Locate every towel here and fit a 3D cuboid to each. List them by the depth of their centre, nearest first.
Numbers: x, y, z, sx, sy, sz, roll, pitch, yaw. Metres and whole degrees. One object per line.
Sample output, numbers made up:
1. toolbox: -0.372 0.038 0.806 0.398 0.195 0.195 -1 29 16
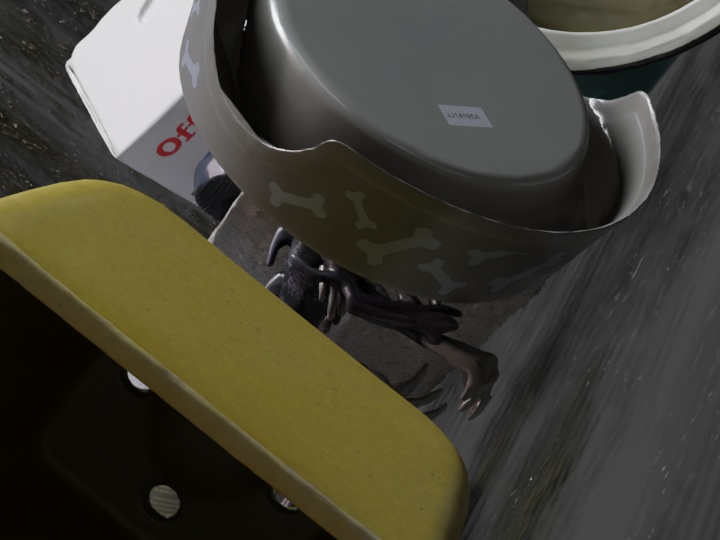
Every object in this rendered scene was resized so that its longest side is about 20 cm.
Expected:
1. towel: 0.000 0.000 1.242 0.034 0.133 0.200 -62 5 -28

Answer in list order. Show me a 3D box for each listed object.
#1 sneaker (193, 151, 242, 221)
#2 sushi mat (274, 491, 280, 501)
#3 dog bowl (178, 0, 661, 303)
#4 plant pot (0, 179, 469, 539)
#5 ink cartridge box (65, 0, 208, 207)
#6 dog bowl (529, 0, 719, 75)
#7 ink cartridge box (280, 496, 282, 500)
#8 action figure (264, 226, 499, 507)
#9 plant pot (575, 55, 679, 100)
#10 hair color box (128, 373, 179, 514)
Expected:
1. sneaker: 0.002 -0.060 1.332 0.070 0.200 0.082 -28 65 49
2. sushi mat: -0.061 0.139 1.163 0.200 0.012 0.096 -58 -37 -64
3. dog bowl: 0.019 -0.069 1.069 0.059 0.200 0.200 -56 0 36
4. plant pot: -0.078 0.084 0.940 0.196 0.194 0.200 -52 -2 22
5. ink cartridge box: -0.030 -0.093 1.427 0.145 0.200 0.084 -43 48 16
6. dog bowl: 0.104 -0.176 1.188 0.200 0.200 0.074 -53 -14 2
7. ink cartridge box: -0.024 0.093 1.511 0.200 0.057 0.163 -62 -3 31
8. action figure: -0.001 0.039 1.106 0.119 0.102 0.200 128 163 -81
9. plant pot: 0.109 -0.150 1.347 0.141 0.141 0.200 -53 11 14
10. hair color box: -0.133 0.090 1.260 0.200 0.099 0.061 -50 -23 7
